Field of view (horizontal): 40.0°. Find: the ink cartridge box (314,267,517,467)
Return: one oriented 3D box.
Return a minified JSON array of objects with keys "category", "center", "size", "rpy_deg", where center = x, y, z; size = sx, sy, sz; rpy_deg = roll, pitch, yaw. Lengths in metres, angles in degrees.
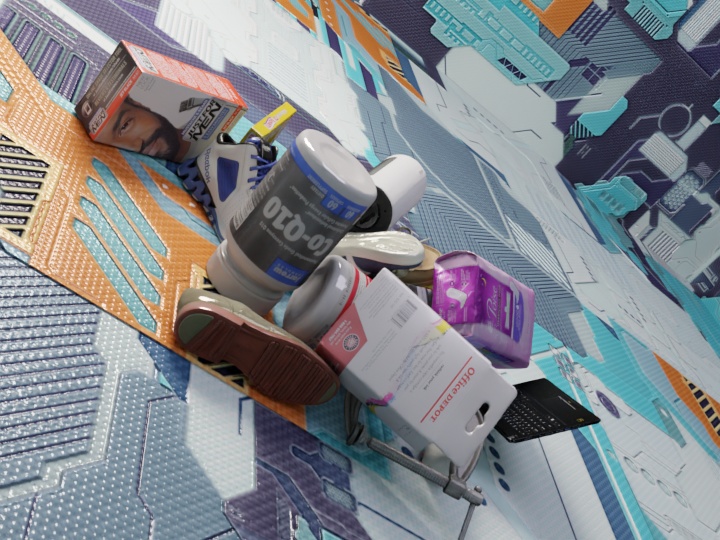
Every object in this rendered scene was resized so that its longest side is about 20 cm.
[{"category":"ink cartridge box","center":[0.059,0.111,1.072],"size":[0.200,0.117,0.068],"rpy_deg":[42,-21,4]}]

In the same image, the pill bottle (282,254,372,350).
[{"category":"pill bottle","center":[0.014,0.080,1.186],"size":[0.199,0.112,0.113],"rpy_deg":[36,21,-21]}]

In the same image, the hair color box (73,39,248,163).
[{"category":"hair color box","center":[-0.246,-0.203,1.244],"size":[0.064,0.111,0.199],"rpy_deg":[52,22,26]}]

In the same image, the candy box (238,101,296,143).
[{"category":"candy box","center":[-0.148,-0.176,1.391],"size":[0.026,0.102,0.200],"rpy_deg":[40,20,-5]}]

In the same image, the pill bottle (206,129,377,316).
[{"category":"pill bottle","center":[-0.082,-0.050,1.129],"size":[0.113,0.200,0.114],"rpy_deg":[36,20,-16]}]

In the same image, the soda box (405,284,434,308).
[{"category":"soda box","center":[0.093,0.065,1.380],"size":[0.199,0.062,0.072],"rpy_deg":[13,76,-55]}]

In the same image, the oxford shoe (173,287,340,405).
[{"category":"oxford shoe","center":[-0.104,0.074,1.037],"size":[0.199,0.071,0.074],"rpy_deg":[34,19,-26]}]

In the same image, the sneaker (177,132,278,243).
[{"category":"sneaker","center":[-0.139,-0.101,1.241],"size":[0.200,0.115,0.080],"rpy_deg":[50,22,17]}]

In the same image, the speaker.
[{"category":"speaker","center":[0.031,-0.101,1.346],"size":[0.081,0.081,0.200],"rpy_deg":[44,24,1]}]

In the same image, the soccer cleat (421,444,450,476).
[{"category":"soccer cleat","center":[0.110,0.180,1.224],"size":[0.069,0.078,0.201],"rpy_deg":[37,21,-17]}]

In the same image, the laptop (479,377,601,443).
[{"category":"laptop","center":[0.189,0.149,1.316],"size":[0.177,0.196,0.105],"rpy_deg":[-139,-141,-71]}]

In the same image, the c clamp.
[{"category":"c clamp","center":[0.061,0.191,1.094],"size":[0.198,0.027,0.172],"rpy_deg":[33,59,-1]}]

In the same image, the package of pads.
[{"category":"package of pads","center":[0.175,0.059,1.381],"size":[0.199,0.075,0.123],"rpy_deg":[28,61,-51]}]

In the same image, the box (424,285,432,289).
[{"category":"box","center":[0.087,0.003,1.500],"size":[0.199,0.050,0.076],"rpy_deg":[20,32,-50]}]

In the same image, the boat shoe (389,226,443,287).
[{"category":"boat shoe","center":[0.026,-0.026,1.365],"size":[0.196,0.063,0.074],"rpy_deg":[8,49,-5]}]

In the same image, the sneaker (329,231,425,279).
[{"category":"sneaker","center":[0.000,0.000,1.239],"size":[0.074,0.198,0.086],"rpy_deg":[-24,112,-46]}]
